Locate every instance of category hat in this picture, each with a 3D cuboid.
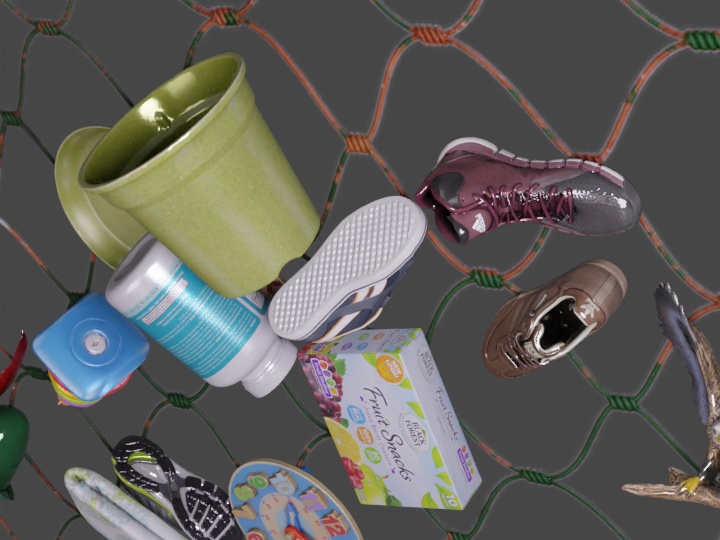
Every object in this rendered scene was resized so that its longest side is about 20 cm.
[{"bbox_3d":[-0.460,0.193,2.063,0.166,0.176,0.200,49,174,-7],"label":"hat"}]

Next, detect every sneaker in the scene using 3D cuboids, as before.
[{"bbox_3d":[0.138,-0.050,1.353,0.200,0.116,0.076,14,129,29],"label":"sneaker"},{"bbox_3d":[0.166,0.056,1.442,0.070,0.076,0.200,45,137,0],"label":"sneaker"},{"bbox_3d":[0.000,0.000,1.532,0.200,0.079,0.079,-39,60,25],"label":"sneaker"},{"bbox_3d":[-0.230,0.287,1.934,0.200,0.074,0.081,41,156,4],"label":"sneaker"}]

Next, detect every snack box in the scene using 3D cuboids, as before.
[{"bbox_3d":[0.032,0.159,1.638,0.142,0.053,0.200,-4,118,38],"label":"snack box"}]

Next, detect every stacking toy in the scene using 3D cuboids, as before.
[{"bbox_3d":[-0.341,0.126,1.873,0.110,0.116,0.200,45,148,4],"label":"stacking toy"}]

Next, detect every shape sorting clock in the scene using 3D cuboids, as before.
[{"bbox_3d":[-0.078,0.309,1.843,0.200,0.039,0.200,18,130,24],"label":"shape sorting clock"}]

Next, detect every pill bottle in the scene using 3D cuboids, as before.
[{"bbox_3d":[-0.162,0.047,1.620,0.200,0.111,0.111,41,139,-16],"label":"pill bottle"}]

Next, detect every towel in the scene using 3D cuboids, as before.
[{"bbox_3d":[-0.289,0.332,1.975,0.200,0.048,0.171,34,159,9],"label":"towel"}]

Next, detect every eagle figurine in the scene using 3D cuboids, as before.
[{"bbox_3d":[0.329,0.116,1.352,0.151,0.151,0.201,5,98,-14],"label":"eagle figurine"}]

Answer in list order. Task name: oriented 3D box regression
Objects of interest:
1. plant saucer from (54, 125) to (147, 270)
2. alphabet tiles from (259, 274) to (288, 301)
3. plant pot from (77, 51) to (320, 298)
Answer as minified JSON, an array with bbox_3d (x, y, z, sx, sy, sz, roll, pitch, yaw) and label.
[{"bbox_3d":[-0.249,-0.076,1.688,0.200,0.031,0.200,19,131,24],"label":"plant saucer"},{"bbox_3d":[-0.168,0.028,1.692,0.166,0.006,0.200,38,138,-15],"label":"alphabet tiles"},{"bbox_3d":[-0.143,-0.080,1.508,0.200,0.201,0.184,-13,124,42],"label":"plant pot"}]
